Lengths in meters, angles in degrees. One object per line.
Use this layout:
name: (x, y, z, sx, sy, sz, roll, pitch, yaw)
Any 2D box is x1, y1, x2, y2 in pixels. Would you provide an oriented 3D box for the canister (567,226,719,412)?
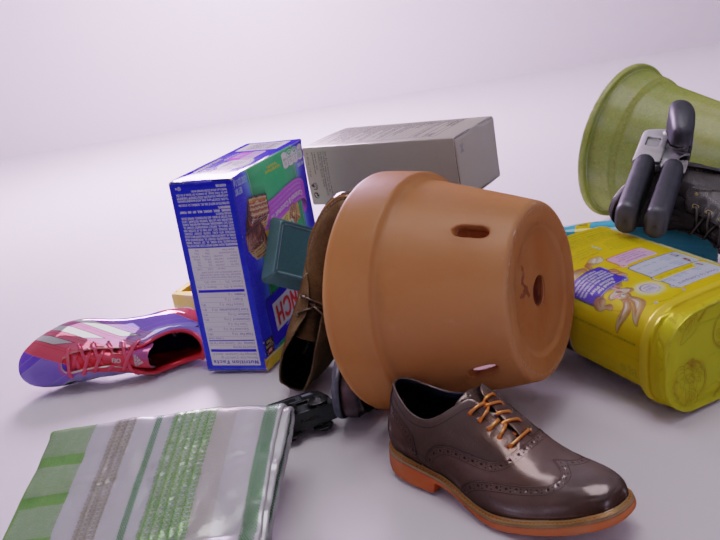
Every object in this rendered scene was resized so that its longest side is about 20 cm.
canister: (0.241, 0.030, 0.775, 0.148, 0.087, 0.200, -18, 24, -24)

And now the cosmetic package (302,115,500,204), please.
cosmetic package: (0.046, -0.123, 1.018, 0.199, 0.072, 0.105, 2, 22, 35)

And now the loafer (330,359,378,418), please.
loafer: (0.026, 0.073, 0.814, 0.063, 0.072, 0.200, 0, 17, 15)

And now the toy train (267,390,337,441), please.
toy train: (-0.116, 0.137, 0.741, 0.199, 0.034, 0.046, -15, 15, -17)

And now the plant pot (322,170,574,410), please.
plant pot: (0.083, 0.017, 0.725, 0.139, 0.201, 0.200, 0, 20, 34)

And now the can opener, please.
can opener: (0.289, -0.107, 0.874, 0.053, 0.067, 0.200, 12, 35, 20)

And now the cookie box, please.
cookie box: (-0.109, -0.020, 0.947, 0.075, 0.201, 0.171, -1, 20, 22)

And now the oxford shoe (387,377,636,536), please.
oxford shoe: (0.091, 0.122, 0.614, 0.199, 0.073, 0.071, 8, 25, 43)

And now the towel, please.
towel: (-0.150, 0.162, 0.647, 0.199, 0.031, 0.150, -8, 33, 11)

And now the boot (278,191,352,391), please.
boot: (-0.028, 0.025, 0.808, 0.073, 0.201, 0.076, 21, 32, 4)

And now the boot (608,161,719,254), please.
boot: (0.363, -0.033, 0.892, 0.199, 0.069, 0.175, -9, 44, 5)

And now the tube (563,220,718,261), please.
tube: (0.295, -0.037, 1.005, 0.199, 0.051, 0.077, 4, 1, 21)

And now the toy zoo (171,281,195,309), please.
toy zoo: (-0.153, 0.013, 1.163, 0.130, 0.021, 0.200, -2, 19, 23)

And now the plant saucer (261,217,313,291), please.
plant saucer: (0.000, 0.000, 0.912, 0.199, 0.070, 0.019, 14, -23, -19)

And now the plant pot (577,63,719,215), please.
plant pot: (0.405, -0.141, 1.118, 0.200, 0.202, 0.184, -23, 34, -37)

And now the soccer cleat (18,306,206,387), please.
soccer cleat: (-0.253, 0.084, 0.933, 0.199, 0.067, 0.076, -11, 22, -14)
